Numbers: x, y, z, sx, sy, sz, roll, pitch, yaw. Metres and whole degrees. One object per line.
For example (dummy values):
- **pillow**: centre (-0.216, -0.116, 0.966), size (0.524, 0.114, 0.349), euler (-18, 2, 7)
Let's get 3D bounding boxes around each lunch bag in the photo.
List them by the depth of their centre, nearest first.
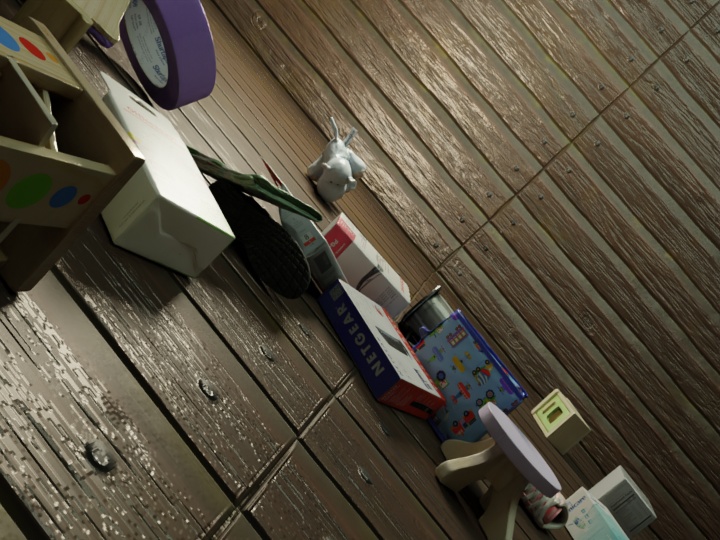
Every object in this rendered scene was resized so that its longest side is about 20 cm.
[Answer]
- **lunch bag**: centre (0.156, 0.176, 1.107), size (0.202, 0.150, 0.094), euler (52, 10, 19)

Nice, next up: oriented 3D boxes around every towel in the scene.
- **towel**: centre (-0.162, -0.124, 0.915), size (0.196, 0.024, 0.151), euler (24, -2, 34)

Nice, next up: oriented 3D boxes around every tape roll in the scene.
- **tape roll**: centre (-0.292, -0.347, 0.990), size (0.199, 0.065, 0.204), euler (39, -36, 36)

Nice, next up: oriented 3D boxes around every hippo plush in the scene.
- **hippo plush**: centre (-0.049, -0.267, 1.816), size (0.155, 0.203, 0.163), euler (20, 29, -21)

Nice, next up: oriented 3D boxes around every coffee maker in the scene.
- **coffee maker**: centre (0.181, 0.153, 1.368), size (0.202, 0.134, 0.192), euler (51, 9, 12)

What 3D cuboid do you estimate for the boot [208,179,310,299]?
- **boot**: centre (-0.123, -0.045, 0.927), size (0.200, 0.068, 0.130), euler (47, 8, 12)

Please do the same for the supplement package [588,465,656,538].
- **supplement package**: centre (0.628, 0.591, 1.658), size (0.112, 0.155, 0.199), euler (51, 10, 18)

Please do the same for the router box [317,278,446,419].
- **router box**: centre (0.035, 0.127, 1.050), size (0.202, 0.049, 0.179), euler (56, 11, 33)

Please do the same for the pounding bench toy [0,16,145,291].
- **pounding bench toy**: centre (-0.257, -0.104, 0.375), size (0.201, 0.124, 0.156), euler (50, 10, 10)

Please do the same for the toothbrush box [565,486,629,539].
- **toothbrush box**: centre (0.520, 0.583, 1.409), size (0.146, 0.085, 0.202), euler (40, 14, -38)

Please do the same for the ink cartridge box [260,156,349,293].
- **ink cartridge box**: centre (-0.102, -0.063, 1.059), size (0.201, 0.050, 0.163), euler (49, -8, 27)

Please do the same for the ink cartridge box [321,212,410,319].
- **ink cartridge box**: centre (0.000, 0.000, 1.269), size (0.200, 0.084, 0.145), euler (47, 10, -7)

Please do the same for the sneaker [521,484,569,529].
- **sneaker**: centre (0.317, 0.395, 1.225), size (0.201, 0.075, 0.105), euler (50, 3, -22)

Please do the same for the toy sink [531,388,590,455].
- **toy sink**: centre (0.676, 0.503, 2.300), size (0.112, 0.130, 0.201), euler (44, 12, -19)

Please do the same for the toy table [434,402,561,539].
- **toy table**: centre (0.194, 0.287, 0.960), size (0.200, 0.117, 0.185), euler (45, 10, -27)

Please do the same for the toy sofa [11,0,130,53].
- **toy sofa**: centre (-0.343, -0.328, 0.819), size (0.097, 0.082, 0.204), euler (40, 29, -35)

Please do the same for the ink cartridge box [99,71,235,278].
- **ink cartridge box**: centre (-0.221, -0.100, 0.690), size (0.202, 0.067, 0.117), euler (57, 13, 31)
